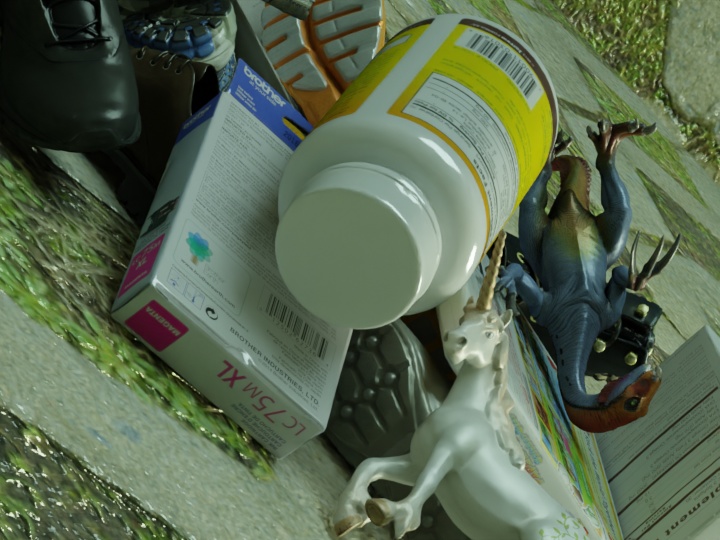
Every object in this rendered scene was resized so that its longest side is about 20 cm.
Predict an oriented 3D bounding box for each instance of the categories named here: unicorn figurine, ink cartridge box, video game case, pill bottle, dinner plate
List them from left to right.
[{"bbox_3d":[-0.079,-0.137,1.835,0.201,0.024,0.200,60,-2,4],"label":"dinner plate"},{"bbox_3d":[-0.053,-0.009,1.534,0.119,0.042,0.200,42,36,-20],"label":"ink cartridge box"},{"bbox_3d":[0.026,-0.049,1.535,0.109,0.109,0.200,45,33,-5],"label":"pill bottle"},{"bbox_3d":[0.058,0.105,1.483,0.137,0.074,0.200,-35,96,-38],"label":"unicorn figurine"},{"bbox_3d":[0.090,0.067,1.665,0.182,0.023,0.200,57,10,-23],"label":"video game case"}]

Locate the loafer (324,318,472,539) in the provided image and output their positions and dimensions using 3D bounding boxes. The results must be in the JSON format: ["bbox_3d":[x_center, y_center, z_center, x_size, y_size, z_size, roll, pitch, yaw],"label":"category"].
[{"bbox_3d":[0.031,0.093,1.578,0.200,0.070,0.070,61,15,25],"label":"loafer"}]

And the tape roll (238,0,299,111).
[{"bbox_3d":[-0.030,-0.112,1.963,0.203,0.037,0.203,58,2,-3],"label":"tape roll"}]

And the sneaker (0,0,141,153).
[{"bbox_3d":[-0.159,-0.139,1.563,0.076,0.091,0.200,-5,43,-17],"label":"sneaker"}]

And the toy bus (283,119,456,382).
[{"bbox_3d":[0.000,0.000,1.689,0.200,0.078,0.065,60,11,-5],"label":"toy bus"}]

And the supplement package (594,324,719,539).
[{"bbox_3d":[0.212,0.141,1.723,0.117,0.117,0.200,43,13,-19],"label":"supplement package"}]

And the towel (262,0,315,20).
[{"bbox_3d":[-0.122,-0.238,1.746,0.192,0.035,0.200,26,21,-32],"label":"towel"}]

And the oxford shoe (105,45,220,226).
[{"bbox_3d":[-0.118,-0.096,1.642,0.200,0.084,0.073,48,14,16],"label":"oxford shoe"}]

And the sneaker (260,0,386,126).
[{"bbox_3d":[-0.007,-0.105,1.828,0.077,0.078,0.200,64,9,-61],"label":"sneaker"}]

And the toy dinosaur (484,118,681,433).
[{"bbox_3d":[0.137,0.006,1.726,0.200,0.105,0.182,33,55,-76],"label":"toy dinosaur"}]

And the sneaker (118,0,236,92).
[{"bbox_3d":[-0.123,-0.121,1.755,0.200,0.077,0.085,-142,-145,-65],"label":"sneaker"}]

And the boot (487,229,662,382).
[{"bbox_3d":[0.111,0.012,1.845,0.153,0.074,0.204,18,-13,7],"label":"boot"}]
